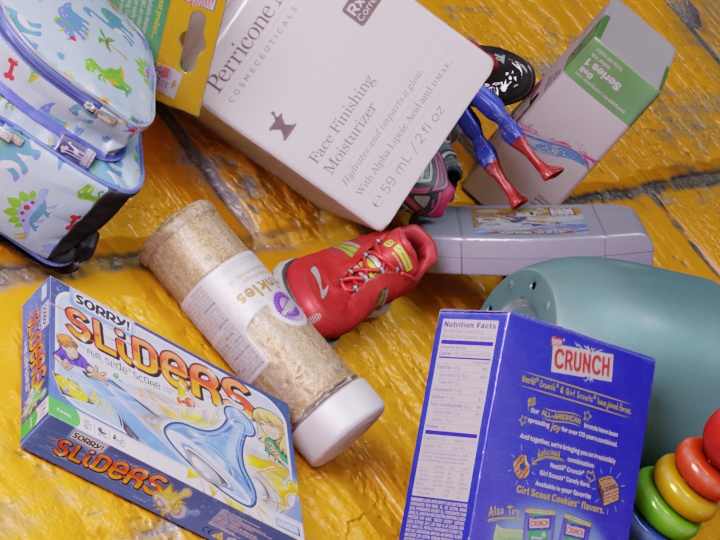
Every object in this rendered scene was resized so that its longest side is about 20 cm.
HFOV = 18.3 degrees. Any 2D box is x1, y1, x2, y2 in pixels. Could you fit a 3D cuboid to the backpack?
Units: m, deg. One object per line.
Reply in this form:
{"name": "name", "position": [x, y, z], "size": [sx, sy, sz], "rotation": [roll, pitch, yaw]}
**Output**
{"name": "backpack", "position": [-0.238, -0.126, 1.492], "size": [0.200, 0.147, 0.183], "rotation": [29, 27, -23]}

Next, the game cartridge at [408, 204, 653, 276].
{"name": "game cartridge", "position": [0.141, -0.026, 1.872], "size": [0.200, 0.042, 0.133], "rotation": [-1, 9, 0]}

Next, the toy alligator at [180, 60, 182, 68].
{"name": "toy alligator", "position": [-0.233, -0.153, 1.646], "size": [0.200, 0.054, 0.059], "rotation": [8, 41, -11]}

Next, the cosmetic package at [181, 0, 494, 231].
{"name": "cosmetic package", "position": [-0.038, -0.158, 1.752], "size": [0.200, 0.165, 0.165], "rotation": [34, -3, -20]}

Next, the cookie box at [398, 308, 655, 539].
{"name": "cookie box", "position": [0.118, 0.141, 1.571], "size": [0.171, 0.075, 0.200], "rotation": [19, 78, -43]}

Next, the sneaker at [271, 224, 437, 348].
{"name": "sneaker", "position": [0.000, 0.000, 1.714], "size": [0.077, 0.085, 0.200], "rotation": [56, 26, 1]}

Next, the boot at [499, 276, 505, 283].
{"name": "boot", "position": [0.201, 0.035, 1.994], "size": [0.151, 0.073, 0.200], "rotation": [43, 20, -4]}

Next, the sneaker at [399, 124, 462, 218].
{"name": "sneaker", "position": [0.056, -0.091, 1.935], "size": [0.075, 0.081, 0.200], "rotation": [27, 25, 4]}

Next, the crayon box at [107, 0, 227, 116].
{"name": "crayon box", "position": [-0.188, -0.202, 1.578], "size": [0.200, 0.126, 0.052], "rotation": [21, 42, 3]}

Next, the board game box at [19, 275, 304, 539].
{"name": "board game box", "position": [-0.128, 0.099, 1.443], "size": [0.200, 0.034, 0.135], "rotation": [30, 29, -28]}

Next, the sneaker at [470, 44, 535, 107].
{"name": "sneaker", "position": [0.061, -0.194, 2.076], "size": [0.200, 0.060, 0.104], "rotation": [13, 2, 8]}

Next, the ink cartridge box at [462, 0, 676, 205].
{"name": "ink cartridge box", "position": [0.197, -0.143, 2.104], "size": [0.084, 0.200, 0.145], "rotation": [39, 26, -4]}

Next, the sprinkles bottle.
{"name": "sprinkles bottle", "position": [-0.071, 0.044, 1.575], "size": [0.200, 0.068, 0.068], "rotation": [49, 26, 10]}

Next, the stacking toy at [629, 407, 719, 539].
{"name": "stacking toy", "position": [0.235, 0.172, 1.679], "size": [0.085, 0.200, 0.085], "rotation": [35, 27, -21]}

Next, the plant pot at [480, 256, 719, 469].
{"name": "plant pot", "position": [0.181, 0.079, 1.760], "size": [0.161, 0.201, 0.201], "rotation": [18, 35, -28]}

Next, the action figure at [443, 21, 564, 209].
{"name": "action figure", "position": [0.099, -0.149, 1.934], "size": [0.200, 0.065, 0.099], "rotation": [53, 19, 8]}
